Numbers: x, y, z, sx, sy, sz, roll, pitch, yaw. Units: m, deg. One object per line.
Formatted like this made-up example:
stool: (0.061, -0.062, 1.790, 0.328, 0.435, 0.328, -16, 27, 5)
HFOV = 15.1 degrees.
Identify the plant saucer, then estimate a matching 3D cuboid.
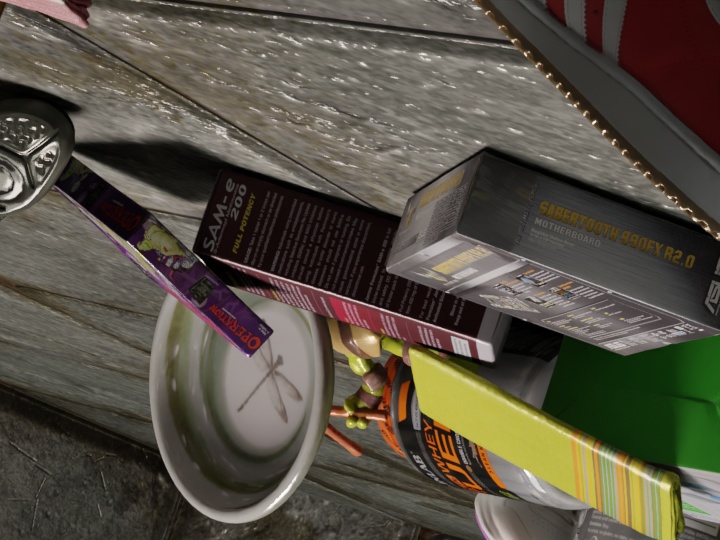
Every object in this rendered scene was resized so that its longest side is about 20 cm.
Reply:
plant saucer: (-0.071, 0.074, 1.874, 0.050, 0.201, 0.200, 5, -178, -39)

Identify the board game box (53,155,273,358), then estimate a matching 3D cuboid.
board game box: (-0.137, -0.014, 1.784, 0.120, 0.032, 0.200, 40, 177, -26)

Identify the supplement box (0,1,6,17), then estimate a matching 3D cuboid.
supplement box: (-0.322, -0.082, 1.439, 0.197, 0.201, 0.133, 21, 171, -16)

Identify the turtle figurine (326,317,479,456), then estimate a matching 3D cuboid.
turtle figurine: (0.009, 0.048, 1.908, 0.161, 0.064, 0.201, 3, 124, 43)

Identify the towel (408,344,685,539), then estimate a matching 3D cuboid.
towel: (0.121, 0.110, 1.757, 0.200, 0.018, 0.086, 27, 154, 22)

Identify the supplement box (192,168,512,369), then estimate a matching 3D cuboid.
supplement box: (0.000, 0.000, 1.741, 0.199, 0.061, 0.109, 17, 172, 7)

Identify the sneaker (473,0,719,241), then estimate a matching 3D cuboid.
sneaker: (0.099, -0.107, 0.899, 0.200, 0.113, 0.071, 49, -167, 33)

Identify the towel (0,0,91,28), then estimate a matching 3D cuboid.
towel: (-0.214, -0.173, 1.251, 0.144, 0.023, 0.200, 18, 170, 17)

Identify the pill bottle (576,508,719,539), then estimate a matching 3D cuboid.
pill bottle: (0.219, 0.183, 1.957, 0.115, 0.201, 0.116, 18, 171, 3)

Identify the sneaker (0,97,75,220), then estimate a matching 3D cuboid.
sneaker: (-0.237, -0.075, 1.765, 0.076, 0.114, 0.199, 42, 136, -9)

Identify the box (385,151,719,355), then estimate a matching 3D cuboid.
box: (0.111, -0.005, 1.516, 0.158, 0.048, 0.200, 20, 171, -7)

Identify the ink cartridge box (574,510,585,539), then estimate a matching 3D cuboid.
ink cartridge box: (0.242, 0.245, 2.091, 0.199, 0.146, 0.145, -19, 163, 18)

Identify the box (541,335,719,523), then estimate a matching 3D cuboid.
box: (0.248, 0.107, 1.778, 0.176, 0.097, 0.200, 28, 167, -37)

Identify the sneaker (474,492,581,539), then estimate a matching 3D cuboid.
sneaker: (0.137, 0.151, 2.026, 0.100, 0.200, 0.075, -37, 124, 26)

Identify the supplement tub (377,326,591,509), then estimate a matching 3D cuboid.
supplement tub: (0.104, 0.101, 1.947, 0.122, 0.123, 0.200, 24, 170, -31)
